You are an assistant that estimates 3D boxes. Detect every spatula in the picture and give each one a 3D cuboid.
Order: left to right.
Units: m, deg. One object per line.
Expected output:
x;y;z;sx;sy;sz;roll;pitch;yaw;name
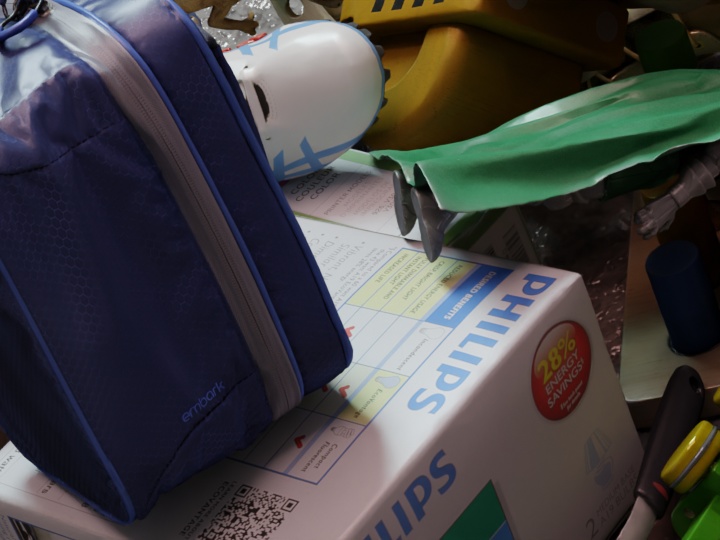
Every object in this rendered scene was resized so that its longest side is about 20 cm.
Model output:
0.107;0.108;0.970;0.020;0.057;0.200;-23;26;44;spatula

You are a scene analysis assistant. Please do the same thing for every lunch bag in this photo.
-0.098;-0.022;0.925;0.132;0.201;0.136;-35;29;-20;lunch bag

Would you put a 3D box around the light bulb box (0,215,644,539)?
-0.019;0.090;1.012;0.199;0.125;0.198;13;48;42;light bulb box

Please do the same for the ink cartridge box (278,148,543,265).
0.000;0.000;1.145;0.199;0.104;0.059;14;49;45;ink cartridge box

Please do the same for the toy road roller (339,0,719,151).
0.075;-0.118;1.104;0.199;0.122;0.147;1;80;52;toy road roller

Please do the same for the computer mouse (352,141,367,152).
-0.007;-0.048;1.292;0.058;0.034;0.200;-18;35;-20;computer mouse

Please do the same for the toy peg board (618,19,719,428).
0.205;-0.046;1.080;0.199;0.098;0.200;-13;35;20;toy peg board

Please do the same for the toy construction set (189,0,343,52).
-0.056;-0.115;1.247;0.199;0.132;0.092;-15;14;41;toy construction set

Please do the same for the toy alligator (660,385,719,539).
0.177;0.056;0.986;0.200;0.059;0.054;-52;-3;-17;toy alligator

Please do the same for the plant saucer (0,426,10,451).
-0.125;0.055;1.101;0.034;0.201;0.200;34;60;17;plant saucer

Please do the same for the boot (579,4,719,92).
0.125;-0.110;1.210;0.155;0.073;0.200;-39;18;-25;boot

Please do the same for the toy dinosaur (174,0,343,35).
-0.107;-0.128;1.142;0.199;0.061;0.106;-17;0;-22;toy dinosaur

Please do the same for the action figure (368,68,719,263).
0.114;-0.050;1.019;0.199;0.055;0.118;-14;21;-10;action figure

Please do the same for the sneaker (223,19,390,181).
-0.076;-0.065;1.116;0.199;0.072;0.072;-14;8;30;sneaker
